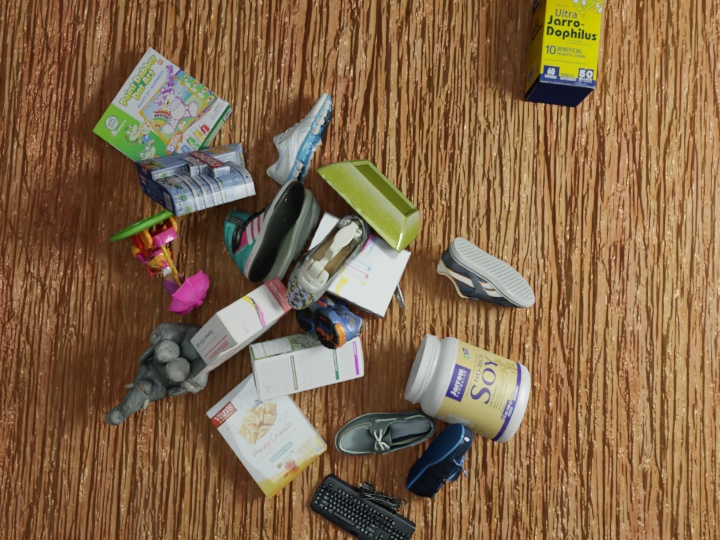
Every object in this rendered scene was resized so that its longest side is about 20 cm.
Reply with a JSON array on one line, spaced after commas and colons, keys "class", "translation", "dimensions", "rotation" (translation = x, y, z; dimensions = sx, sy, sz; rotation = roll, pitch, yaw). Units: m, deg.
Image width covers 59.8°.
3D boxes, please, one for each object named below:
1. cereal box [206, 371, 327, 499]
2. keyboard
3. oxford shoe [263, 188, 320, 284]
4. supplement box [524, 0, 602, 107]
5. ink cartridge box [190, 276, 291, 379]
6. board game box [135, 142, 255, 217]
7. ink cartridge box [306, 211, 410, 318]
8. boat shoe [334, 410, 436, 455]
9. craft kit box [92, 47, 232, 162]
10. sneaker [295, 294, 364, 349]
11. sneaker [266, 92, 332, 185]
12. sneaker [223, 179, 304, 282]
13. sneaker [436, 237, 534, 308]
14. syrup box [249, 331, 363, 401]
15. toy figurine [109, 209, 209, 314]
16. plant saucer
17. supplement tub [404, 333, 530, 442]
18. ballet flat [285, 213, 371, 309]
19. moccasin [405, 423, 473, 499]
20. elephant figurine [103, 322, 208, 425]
[{"class": "cereal box", "translation": [-0.175, 0.299, 1.176], "dimensions": [0.143, 0.040, 0.201], "rotation": [-39, 87, -4]}, {"class": "keyboard", "translation": [0.009, 0.450, 1.166], "dimensions": [0.197, 0.040, 0.106], "rotation": [29, 87, 1]}, {"class": "oxford shoe", "translation": [-0.128, -0.055, 1.195], "dimensions": [0.057, 0.074, 0.204], "rotation": [25, 87, -43]}, {"class": "supplement box", "translation": [0.387, -0.434, 1.196], "dimensions": [0.106, 0.110, 0.206], "rotation": [6, 85, 1]}, {"class": "ink cartridge box", "translation": [-0.218, 0.100, 1.102], "dimensions": [0.068, 0.199, 0.116], "rotation": [52, 131, 3]}, {"class": "board game box", "translation": [-0.279, -0.174, 1.135], "dimensions": [0.196, 0.198, 0.063], "rotation": [-22, 120, -29]}, {"class": "ink cartridge box", "translation": [0.000, 0.000, 1.155], "dimensions": [0.196, 0.129, 0.128], "rotation": [25, 86, 1]}, {"class": "boat shoe", "translation": [0.046, 0.302, 1.165], "dimensions": [0.194, 0.062, 0.075], "rotation": [-11, 86, -1]}, {"class": "craft kit box", "translation": [-0.384, -0.294, 1.222], "dimensions": [0.195, 0.049, 0.203], "rotation": [33, 86, 5]}, {"class": "sneaker", "translation": [-0.062, 0.080, 1.140], "dimensions": [0.077, 0.199, 0.077], "rotation": [-8, 119, -31]}, {"class": "sneaker", "translation": [-0.121, -0.257, 1.205], "dimensions": [0.085, 0.075, 0.204], "rotation": [25, 86, 8]}, {"class": "sneaker", "translation": [-0.189, -0.095, 1.167], "dimensions": [0.120, 0.083, 0.203], "rotation": [34, 100, 30]}, {"class": "sneaker", "translation": [0.234, 0.019, 1.183], "dimensions": [0.197, 0.079, 0.080], "rotation": [33, 130, -10]}, {"class": "syrup box", "translation": [-0.098, 0.164, 1.136], "dimensions": [0.194, 0.079, 0.084], "rotation": [-10, 108, -15]}, {"class": "toy figurine", "translation": [-0.360, -0.007, 1.160], "dimensions": [0.149, 0.198, 0.188], "rotation": [-34, 107, -35]}, {"class": "plant saucer", "translation": [0.031, -0.133, 1.127], "dimensions": [0.200, 0.200, 0.048], "rotation": [45, 108, 3]}, {"class": "supplement tub", "translation": [0.190, 0.208, 1.130], "dimensions": [0.195, 0.145, 0.149], "rotation": [20, 86, 1]}, {"class": "ballet flat", "translation": [-0.059, -0.020, 1.059], "dimensions": [0.072, 0.072, 0.201], "rotation": [41, 87, 3]}, {"class": "moccasin", "translation": [0.153, 0.343, 1.126], "dimensions": [0.067, 0.201, 0.081], "rotation": [30, 43, -3]}, {"class": "elephant figurine", "translation": [-0.362, 0.186, 1.150], "dimensions": [0.199, 0.153, 0.144], "rotation": [-41, 49, 34]}]
